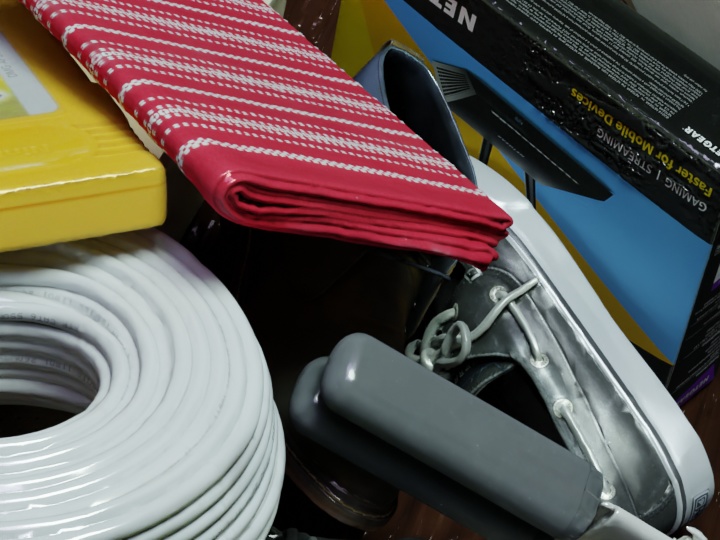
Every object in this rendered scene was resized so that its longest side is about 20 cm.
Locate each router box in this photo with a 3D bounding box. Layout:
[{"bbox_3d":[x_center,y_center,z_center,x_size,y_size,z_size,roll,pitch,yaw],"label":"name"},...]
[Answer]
[{"bbox_3d":[0.075,-0.050,1.234,0.200,0.149,0.051,38,51,24],"label":"router box"}]

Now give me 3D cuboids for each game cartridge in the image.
[{"bbox_3d":[-0.182,-0.054,1.093,0.176,0.033,0.200,-10,26,-19],"label":"game cartridge"}]

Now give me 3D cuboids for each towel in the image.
[{"bbox_3d":[-0.047,-0.065,1.119,0.144,0.023,0.200,10,24,-42],"label":"towel"}]

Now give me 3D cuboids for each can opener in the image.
[{"bbox_3d":[0.062,0.094,1.107,0.200,0.053,0.067,35,54,-14],"label":"can opener"}]

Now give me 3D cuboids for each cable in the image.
[{"bbox_3d":[-0.124,0.053,1.022,0.200,0.069,0.200,24,40,27],"label":"cable"}]

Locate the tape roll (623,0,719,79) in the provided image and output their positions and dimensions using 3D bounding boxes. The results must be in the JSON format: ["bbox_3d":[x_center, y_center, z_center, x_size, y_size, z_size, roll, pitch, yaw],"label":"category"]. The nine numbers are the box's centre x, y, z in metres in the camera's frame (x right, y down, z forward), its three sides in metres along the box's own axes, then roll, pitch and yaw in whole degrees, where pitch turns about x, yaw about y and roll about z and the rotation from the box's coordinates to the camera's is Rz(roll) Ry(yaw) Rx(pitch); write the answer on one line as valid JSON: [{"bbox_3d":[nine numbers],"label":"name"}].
[{"bbox_3d":[0.093,-0.104,1.252,0.037,0.203,0.203,-32,59,-33],"label":"tape roll"}]

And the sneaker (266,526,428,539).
[{"bbox_3d":[-0.067,0.105,1.070,0.199,0.076,0.088,-11,94,-7],"label":"sneaker"}]

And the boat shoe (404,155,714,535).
[{"bbox_3d":[0.055,0.034,1.205,0.068,0.074,0.200,-24,69,-31],"label":"boat shoe"}]

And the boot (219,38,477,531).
[{"bbox_3d":[0.000,0.000,1.166,0.075,0.097,0.200,21,38,-34],"label":"boot"}]

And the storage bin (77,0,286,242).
[{"bbox_3d":[-0.152,-0.080,1.259,0.198,0.094,0.200,20,47,8],"label":"storage bin"}]

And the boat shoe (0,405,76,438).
[{"bbox_3d":[-0.127,0.056,1.143,0.199,0.074,0.063,1,32,-11],"label":"boat shoe"}]
